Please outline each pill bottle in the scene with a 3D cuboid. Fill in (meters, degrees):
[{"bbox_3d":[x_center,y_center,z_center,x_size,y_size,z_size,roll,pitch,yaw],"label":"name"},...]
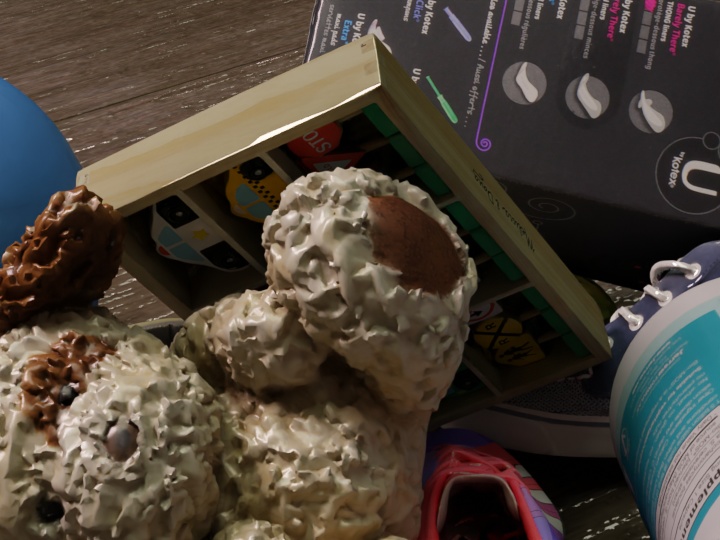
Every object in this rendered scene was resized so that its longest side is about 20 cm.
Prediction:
[{"bbox_3d":[0.156,0.084,0.657,0.110,0.111,0.200,-10,22,-1],"label":"pill bottle"}]

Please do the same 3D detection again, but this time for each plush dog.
[{"bbox_3d":[-0.063,0.066,0.670,0.171,0.201,0.160,9,-14,-11],"label":"plush dog"}]

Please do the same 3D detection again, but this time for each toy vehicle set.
[{"bbox_3d":[0.000,0.000,0.735,0.124,0.200,0.027,-24,50,19],"label":"toy vehicle set"}]

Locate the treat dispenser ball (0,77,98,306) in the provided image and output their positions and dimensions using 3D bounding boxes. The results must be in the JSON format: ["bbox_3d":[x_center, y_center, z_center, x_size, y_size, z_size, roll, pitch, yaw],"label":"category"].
[{"bbox_3d":[-0.222,-0.006,0.908,0.200,0.202,0.201,-8,22,3],"label":"treat dispenser ball"}]

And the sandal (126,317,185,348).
[{"bbox_3d":[-0.142,0.067,0.749,0.200,0.080,0.057,-9,6,-20],"label":"sandal"}]

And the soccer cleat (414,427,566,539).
[{"bbox_3d":[0.045,0.095,0.722,0.068,0.073,0.200,-11,21,0],"label":"soccer cleat"}]

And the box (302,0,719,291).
[{"bbox_3d":[0.072,-0.069,0.869,0.199,0.106,0.122,12,-14,1],"label":"box"}]

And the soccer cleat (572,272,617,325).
[{"bbox_3d":[0.034,0.006,0.871,0.200,0.065,0.084,2,51,-35],"label":"soccer cleat"}]

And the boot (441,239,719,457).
[{"bbox_3d":[0.128,0.030,0.811,0.199,0.091,0.073,2,9,20],"label":"boot"}]
